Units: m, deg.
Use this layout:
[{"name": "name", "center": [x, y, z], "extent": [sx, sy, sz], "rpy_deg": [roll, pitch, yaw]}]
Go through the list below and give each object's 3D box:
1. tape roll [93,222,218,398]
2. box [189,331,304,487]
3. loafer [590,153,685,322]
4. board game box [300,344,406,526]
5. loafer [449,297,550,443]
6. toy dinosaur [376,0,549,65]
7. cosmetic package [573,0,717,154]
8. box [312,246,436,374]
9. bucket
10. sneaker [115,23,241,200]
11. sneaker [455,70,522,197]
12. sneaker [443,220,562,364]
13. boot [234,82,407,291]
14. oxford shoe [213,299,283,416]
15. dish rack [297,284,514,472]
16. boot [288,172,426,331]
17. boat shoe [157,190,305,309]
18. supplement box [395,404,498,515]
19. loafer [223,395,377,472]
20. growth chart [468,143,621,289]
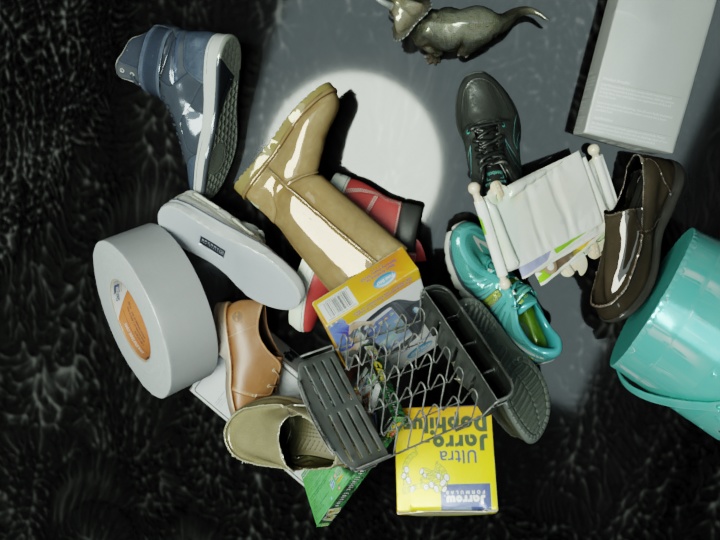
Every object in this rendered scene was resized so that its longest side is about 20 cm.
[{"name": "tape roll", "center": [-0.250, 0.049, 0.917], "extent": [0.199, 0.066, 0.203], "rpy_deg": [32, 134, 41]}, {"name": "box", "center": [-0.107, 0.167, 0.984], "extent": [0.199, 0.060, 0.117], "rpy_deg": [39, 104, -1]}, {"name": "loafer", "center": [0.299, -0.041, 0.859], "extent": [0.070, 0.073, 0.203], "rpy_deg": [23, 81, -20]}, {"name": "board game box", "center": [-0.017, 0.191, 0.868], "extent": [0.023, 0.106, 0.201], "rpy_deg": [6, 131, -34]}, {"name": "loafer", "center": [0.156, 0.118, 0.899], "extent": [0.075, 0.069, 0.202], "rpy_deg": [-40, 104, -30]}, {"name": "toy dinosaur", "center": [0.110, -0.269, 0.849], "extent": [0.196, 0.102, 0.078], "rpy_deg": [12, 103, 7]}, {"name": "cosmetic package", "center": [0.314, -0.239, 0.835], "extent": [0.105, 0.090, 0.204], "rpy_deg": [15, 100, 5]}, {"name": "box", "center": [0.026, 0.070, 0.884], "extent": [0.118, 0.201, 0.042], "rpy_deg": [-32, 53, -6]}, {"name": "bucket", "center": [0.374, 0.064, 0.825], "extent": [0.134, 0.207, 0.210], "rpy_deg": [31, 104, 13]}, {"name": "sneaker", "center": [-0.226, -0.196, 0.928], "extent": [0.144, 0.077, 0.206], "rpy_deg": [15, 111, 14]}, {"name": "sneaker", "center": [0.159, -0.132, 0.880], "extent": [0.074, 0.079, 0.204], "rpy_deg": [-14, 97, 11]}, {"name": "sneaker", "center": [0.174, 0.024, 0.898], "extent": [0.077, 0.079, 0.201], "rpy_deg": [-40, 100, -23]}, {"name": "boot", "center": [-0.023, -0.085, 0.872], "extent": [0.200, 0.066, 0.176], "rpy_deg": [43, 104, 2]}, {"name": "oxford shoe", "center": [-0.124, 0.134, 0.914], "extent": [0.070, 0.071, 0.204], "rpy_deg": [-9, 98, 6]}, {"name": "dish rack", "center": [0.039, 0.110, 0.778], "extent": [0.197, 0.154, 0.055], "rpy_deg": [-17, 144, -23]}, {"name": "boot", "center": [0.000, 0.000, 0.934], "extent": [0.142, 0.072, 0.203], "rpy_deg": [22, 99, 2]}, {"name": "boat shoe", "center": [-0.143, -0.030, 0.906], "extent": [0.198, 0.070, 0.071], "rpy_deg": [31, 131, 5]}, {"name": "supplement box", "center": [0.104, 0.226, 0.881], "extent": [0.107, 0.200, 0.112], "rpy_deg": [-4, 72, 8]}, {"name": "loafer", "center": [-0.077, 0.177, 0.819], "extent": [0.197, 0.067, 0.078], "rpy_deg": [-8, 86, 31]}, {"name": "growth chart", "center": [0.221, -0.057, 0.862], "extent": [0.197, 0.018, 0.147], "rpy_deg": [-21, 104, -21]}]
